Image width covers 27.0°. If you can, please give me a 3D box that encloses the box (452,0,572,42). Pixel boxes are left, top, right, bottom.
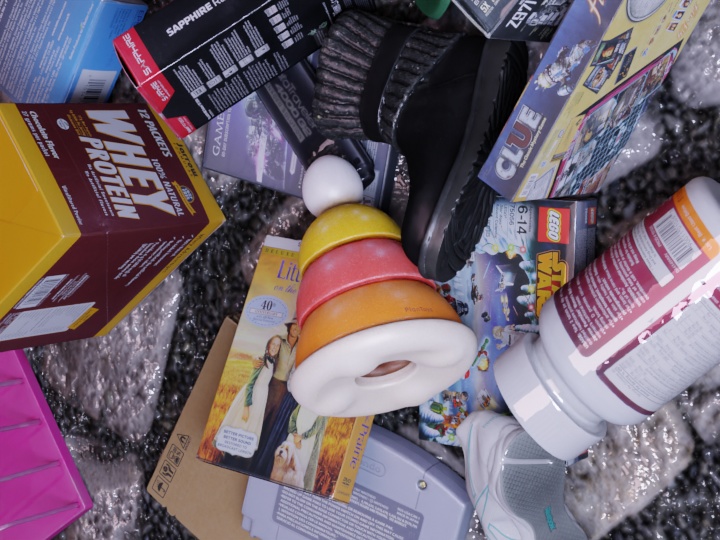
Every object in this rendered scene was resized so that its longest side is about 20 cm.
[{"bbox_3d":[0.159,-0.257,1.020,0.086,0.163,0.200,51,121,20],"label":"box"}]

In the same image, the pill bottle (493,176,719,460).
[{"bbox_3d":[0.194,0.037,1.040,0.200,0.109,0.110,-41,71,21],"label":"pill bottle"}]

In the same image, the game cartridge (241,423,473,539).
[{"bbox_3d":[-0.003,0.194,1.250,0.199,0.041,0.135,22,104,24],"label":"game cartridge"}]

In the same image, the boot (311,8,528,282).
[{"bbox_3d":[0.029,-0.097,1.138,0.156,0.080,0.213,10,66,22],"label":"boot"}]

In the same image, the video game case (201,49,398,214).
[{"bbox_3d":[-0.048,-0.135,1.273,0.199,0.019,0.144,19,105,34],"label":"video game case"}]

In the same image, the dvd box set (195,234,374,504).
[{"bbox_3d":[-0.045,0.078,1.239,0.145,0.029,0.202,12,79,33],"label":"dvd box set"}]

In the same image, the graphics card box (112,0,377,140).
[{"bbox_3d":[-0.087,-0.193,1.178,0.199,0.126,0.051,-33,73,1],"label":"graphics card box"}]

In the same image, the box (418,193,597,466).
[{"bbox_3d":[0.112,0.041,1.162,0.136,0.040,0.202,5,98,35],"label":"box"}]

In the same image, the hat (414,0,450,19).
[{"bbox_3d":[0.123,-0.295,1.127,0.200,0.174,0.167,109,147,-70],"label":"hat"}]

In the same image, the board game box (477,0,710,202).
[{"bbox_3d":[0.172,-0.143,1.041,0.035,0.135,0.201,39,115,26],"label":"board game box"}]

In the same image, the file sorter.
[{"bbox_3d":[-0.388,0.186,1.488,0.139,0.125,0.201,-37,74,32],"label":"file sorter"}]

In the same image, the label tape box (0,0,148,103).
[{"bbox_3d":[-0.307,-0.241,1.422,0.200,0.066,0.144,41,117,28],"label":"label tape box"}]

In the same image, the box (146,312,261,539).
[{"bbox_3d":[-0.097,0.166,1.336,0.163,0.021,0.201,37,114,24],"label":"box"}]

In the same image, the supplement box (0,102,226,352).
[{"bbox_3d":[-0.269,-0.038,1.331,0.197,0.199,0.134,-40,72,32],"label":"supplement box"}]

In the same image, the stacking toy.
[{"bbox_3d":[0.000,0.000,1.156,0.146,0.145,0.202,-32,60,34],"label":"stacking toy"}]

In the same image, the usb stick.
[{"bbox_3d":[-0.055,-0.145,1.246,0.055,0.033,0.201,-39,72,22],"label":"usb stick"}]

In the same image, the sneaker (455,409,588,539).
[{"bbox_3d":[0.124,0.188,1.135,0.080,0.070,0.202,31,141,53],"label":"sneaker"}]
